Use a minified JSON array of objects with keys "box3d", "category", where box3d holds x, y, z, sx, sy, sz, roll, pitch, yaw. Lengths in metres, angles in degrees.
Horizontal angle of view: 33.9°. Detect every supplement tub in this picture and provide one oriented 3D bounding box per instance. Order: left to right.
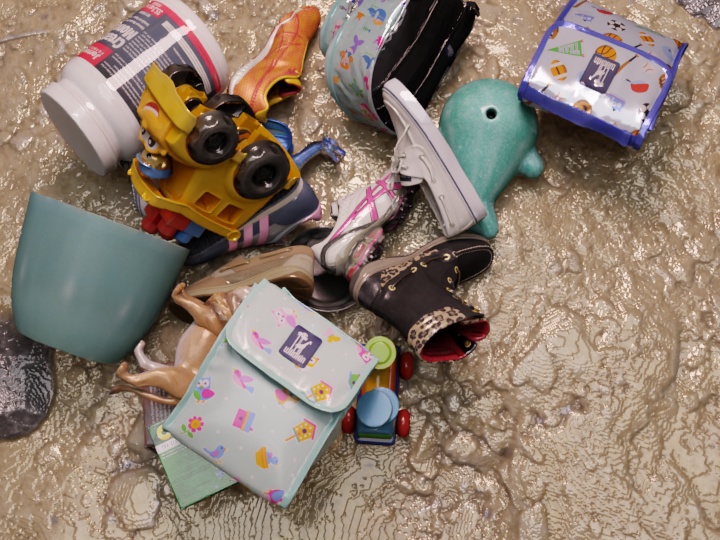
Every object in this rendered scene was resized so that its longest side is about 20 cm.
[{"box3d":[-0.271,-0.224,1.433,0.200,0.141,0.140,-41,77,-18],"category":"supplement tub"}]

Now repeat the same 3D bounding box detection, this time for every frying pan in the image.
[{"box3d":[-0.009,-0.014,1.489,0.188,0.031,0.116,-23,71,-16],"category":"frying pan"}]

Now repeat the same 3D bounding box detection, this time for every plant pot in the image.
[{"box3d":[-0.323,0.017,1.411,0.198,0.201,0.163,19,87,7],"category":"plant pot"}]

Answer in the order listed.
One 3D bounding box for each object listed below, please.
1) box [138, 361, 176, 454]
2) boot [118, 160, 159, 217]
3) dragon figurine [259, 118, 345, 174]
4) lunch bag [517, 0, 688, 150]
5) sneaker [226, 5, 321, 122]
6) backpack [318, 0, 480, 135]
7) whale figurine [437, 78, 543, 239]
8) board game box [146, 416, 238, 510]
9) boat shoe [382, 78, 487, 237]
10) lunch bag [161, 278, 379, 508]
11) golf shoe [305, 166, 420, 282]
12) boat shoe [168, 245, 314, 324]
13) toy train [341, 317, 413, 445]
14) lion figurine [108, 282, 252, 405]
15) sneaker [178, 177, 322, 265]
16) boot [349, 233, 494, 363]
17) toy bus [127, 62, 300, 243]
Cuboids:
[{"box3d":[-0.161,0.156,1.426,0.197,0.075,0.102,-7,74,1],"category":"box"},{"box3d":[-0.300,-0.157,1.522,0.089,0.073,0.203,-5,66,5],"category":"boot"},{"box3d":[-0.118,-0.156,1.516,0.198,0.059,0.100,21,76,6],"category":"dragon figurine"},{"box3d":[0.296,-0.237,1.454,0.168,0.125,0.200,26,42,11],"category":"lunch bag"},{"box3d":[-0.098,-0.263,1.528,0.077,0.073,0.201,28,61,7],"category":"sneaker"},{"box3d":[0.038,-0.281,1.489,0.149,0.177,0.202,19,80,29],"category":"backpack"},{"box3d":[0.154,-0.145,1.483,0.157,0.104,0.203,13,78,5],"category":"whale figurine"},{"box3d":[-0.137,0.187,1.370,0.198,0.023,0.106,-24,82,-4],"category":"board game box"},{"box3d":[0.066,-0.126,1.417,0.086,0.075,0.203,-34,107,-2],"category":"boat shoe"},{"box3d":[-0.094,0.133,1.303,0.169,0.122,0.201,33,87,6],"category":"lunch bag"},{"box3d":[0.010,-0.079,1.471,0.091,0.073,0.201,28,60,13],"category":"golf shoe"},{"box3d":[-0.143,0.019,1.453,0.198,0.071,0.065,-12,48,21],"category":"boat shoe"},{"box3d":[0.023,0.101,1.413,0.083,0.116,0.203,3,75,2],"category":"toy train"},{"box3d":[-0.192,0.093,1.380,0.122,0.072,0.201,36,84,-3],"category":"lion figurine"},{"box3d":[-0.137,-0.047,1.478,0.198,0.082,0.071,-27,43,21],"category":"sneaker"},{"box3d":[0.104,0.032,1.402,0.198,0.074,0.151,-13,38,-28],"category":"boot"},{"box3d":[-0.201,-0.118,1.380,0.192,0.199,0.136,-47,50,13],"category":"toy bus"}]
